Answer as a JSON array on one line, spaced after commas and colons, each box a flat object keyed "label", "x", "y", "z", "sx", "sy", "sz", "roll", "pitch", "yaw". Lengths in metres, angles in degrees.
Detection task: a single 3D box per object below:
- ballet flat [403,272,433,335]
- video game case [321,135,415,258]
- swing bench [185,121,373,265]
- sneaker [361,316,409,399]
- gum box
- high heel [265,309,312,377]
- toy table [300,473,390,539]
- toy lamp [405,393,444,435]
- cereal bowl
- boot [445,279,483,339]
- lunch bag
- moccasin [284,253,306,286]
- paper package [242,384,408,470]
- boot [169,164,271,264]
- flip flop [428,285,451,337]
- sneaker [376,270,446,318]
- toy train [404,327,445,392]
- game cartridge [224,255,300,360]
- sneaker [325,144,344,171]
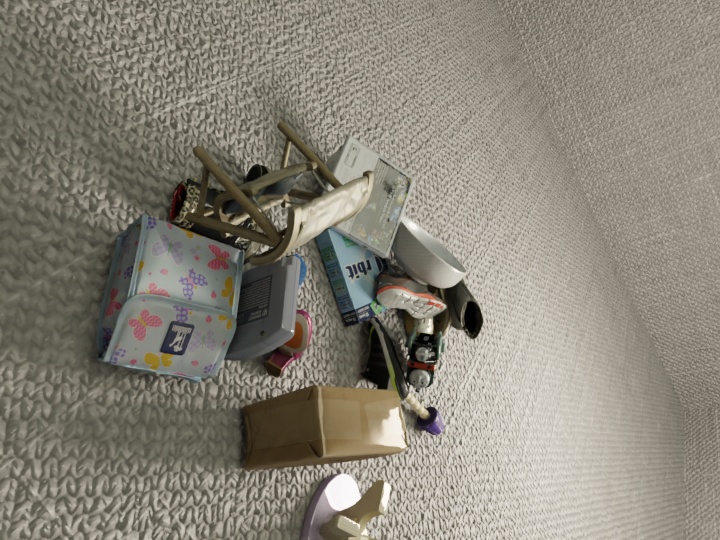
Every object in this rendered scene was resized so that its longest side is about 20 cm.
[{"label": "ballet flat", "x": 0.138, "y": 0.091, "z": 1.287, "sx": 0.068, "sy": 0.063, "sz": 0.202, "roll": -4, "pitch": 75, "yaw": -28}, {"label": "video game case", "x": 0.013, "y": -0.155, "z": 1.150, "sx": 0.181, "sy": 0.023, "sz": 0.202, "roll": 29, "pitch": 69, "yaw": -20}, {"label": "swing bench", "x": -0.118, "y": -0.110, "z": 0.825, "sx": 0.199, "sy": 0.131, "sz": 0.199, "roll": 32, "pitch": 37, "yaw": 19}, {"label": "sneaker", "x": 0.034, "y": 0.185, "z": 1.121, "sx": 0.072, "sy": 0.082, "sz": 0.201, "roll": 59, "pitch": 8, "yaw": -50}, {"label": "gum box", "x": 0.000, "y": 0.000, "z": 1.179, "sx": 0.169, "sy": 0.044, "sz": 0.202, "roll": -19, "pitch": 89, "yaw": -52}, {"label": "high heel", "x": -0.104, "y": 0.100, "z": 0.906, "sx": 0.067, "sy": 0.201, "sz": 0.096, "roll": 29, "pitch": 50, "yaw": 6}, {"label": "toy table", "x": -0.016, "y": 0.445, "z": 0.918, "sx": 0.183, "sy": 0.116, "sz": 0.202, "roll": 31, "pitch": 54, "yaw": -39}, {"label": "toy lamp", "x": 0.116, "y": 0.289, "z": 1.188, "sx": 0.200, "sy": 0.058, "sz": 0.059, "roll": 48, "pitch": 44, "yaw": -25}, {"label": "cereal bowl", "x": 0.139, "y": -0.029, "z": 1.229, "sx": 0.199, "sy": 0.084, "sz": 0.200, "roll": 36, "pitch": 16, "yaw": -12}, {"label": "boot", "x": 0.255, "y": 0.108, "z": 1.325, "sx": 0.200, "sy": 0.072, "sz": 0.183, "roll": -113, "pitch": -176, "yaw": -65}, {"label": "lunch bag", "x": -0.266, "y": 0.047, "z": 0.779, "sx": 0.169, "sy": 0.126, "sz": 0.202, "roll": 23, "pitch": 62, "yaw": -37}, {"label": "moccasin", "x": -0.160, "y": 0.053, "z": 0.951, "sx": 0.081, "sy": 0.068, "sz": 0.200, "roll": 61, "pitch": 40, "yaw": -23}, {"label": "paper package", "x": -0.059, "y": 0.258, "z": 0.884, "sx": 0.199, "sy": 0.190, "sz": 0.105, "roll": 16, "pitch": 59, "yaw": -46}, {"label": "boot", "x": -0.231, "y": -0.128, "z": 0.936, "sx": 0.153, "sy": 0.073, "sz": 0.206, "roll": 30, "pitch": 52, "yaw": -36}, {"label": "flip flop", "x": 0.179, "y": 0.072, "z": 1.347, "sx": 0.057, "sy": 0.081, "sz": 0.202, "roll": 8, "pitch": 68, "yaw": -24}, {"label": "sneaker", "x": 0.115, "y": 0.046, "z": 1.203, "sx": 0.199, "sy": 0.077, "sz": 0.083, "roll": 22, "pitch": 46, "yaw": -40}, {"label": "toy train", "x": 0.135, "y": 0.189, "z": 1.168, "sx": 0.200, "sy": 0.084, "sz": 0.115, "roll": -10, "pitch": 107, "yaw": -81}, {"label": "game cartridge", "x": -0.169, "y": 0.065, "z": 0.826, "sx": 0.041, "sy": 0.199, "sz": 0.134, "roll": 32, "pitch": 53, "yaw": -40}, {"label": "sneaker", "x": -0.006, "y": -0.175, "z": 1.209, "sx": 0.201, "sy": 0.080, "sz": 0.070, "roll": 57, "pitch": 39, "yaw": -6}]
